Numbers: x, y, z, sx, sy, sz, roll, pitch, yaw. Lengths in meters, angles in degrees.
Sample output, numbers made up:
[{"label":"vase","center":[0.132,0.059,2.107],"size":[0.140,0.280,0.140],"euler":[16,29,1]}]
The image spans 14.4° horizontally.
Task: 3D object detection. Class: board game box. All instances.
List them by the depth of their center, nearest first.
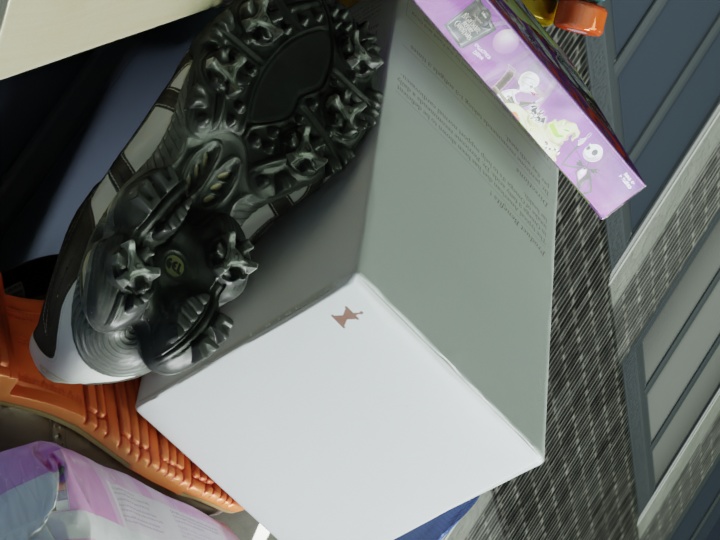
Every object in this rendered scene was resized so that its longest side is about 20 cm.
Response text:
[{"label":"board game box","center":[0.038,-0.118,1.159],"size":[0.032,0.200,0.120],"euler":[-35,-149,13]}]

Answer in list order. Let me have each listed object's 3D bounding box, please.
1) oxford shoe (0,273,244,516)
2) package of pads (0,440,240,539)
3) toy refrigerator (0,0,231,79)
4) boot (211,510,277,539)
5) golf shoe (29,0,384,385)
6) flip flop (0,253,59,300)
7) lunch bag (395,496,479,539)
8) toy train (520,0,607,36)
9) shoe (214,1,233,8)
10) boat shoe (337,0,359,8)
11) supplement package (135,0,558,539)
[{"label":"oxford shoe","center":[-0.127,0.054,1.101],"size":[0.200,0.071,0.073],"euler":[30,125,-34]},{"label":"package of pads","center":[-0.120,0.124,1.044],"size":[0.120,0.076,0.200],"euler":[-19,162,12]},{"label":"toy refrigerator","center":[-0.099,-0.130,1.007],"size":[0.200,0.070,0.076],"euler":[-31,143,-61]},{"label":"boot","center":[-0.097,0.156,1.255],"size":[0.200,0.068,0.131],"euler":[-54,178,25]},{"label":"golf shoe","center":[-0.065,-0.035,1.076],"size":[0.094,0.078,0.200],"euler":[-28,-159,48]},{"label":"flip flop","center":[-0.133,0.019,1.155],"size":[0.200,0.058,0.081],"euler":[-56,-160,7]},{"label":"lunch bag","center":[-0.036,0.095,1.443],"size":[0.136,0.132,0.200],"euler":[-43,162,-3]},{"label":"toy train","center":[0.076,-0.202,1.259],"size":[0.150,0.200,0.056],"euler":[-43,148,24]},{"label":"shoe","center":[-0.026,-0.140,1.217],"size":[0.200,0.053,0.070],"euler":[-28,144,-60]},{"label":"boat shoe","center":[-0.030,-0.069,1.287],"size":[0.202,0.075,0.086],"euler":[-55,163,-26]},{"label":"supplement package","center":[0.000,0.000,1.152],"size":[0.117,0.117,0.200],"euler":[-30,-150,27]}]
